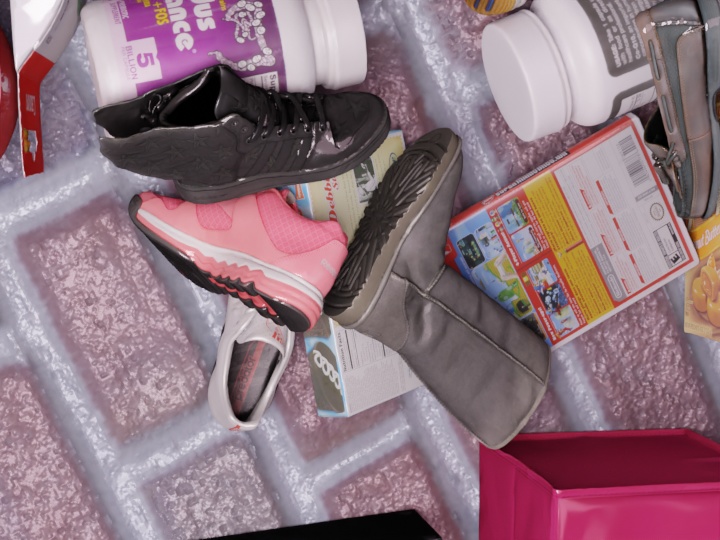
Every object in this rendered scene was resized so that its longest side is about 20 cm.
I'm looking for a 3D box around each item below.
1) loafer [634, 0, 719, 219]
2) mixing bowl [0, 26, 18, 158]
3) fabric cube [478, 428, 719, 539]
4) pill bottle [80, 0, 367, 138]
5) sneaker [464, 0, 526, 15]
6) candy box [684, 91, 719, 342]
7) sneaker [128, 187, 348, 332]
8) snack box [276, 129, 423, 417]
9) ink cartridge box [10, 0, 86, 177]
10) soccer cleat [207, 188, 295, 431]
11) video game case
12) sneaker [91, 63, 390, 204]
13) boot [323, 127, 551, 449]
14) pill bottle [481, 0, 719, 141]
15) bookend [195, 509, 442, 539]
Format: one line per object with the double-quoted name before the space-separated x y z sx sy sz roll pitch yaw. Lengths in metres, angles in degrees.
"loafer" 0.236 -0.120 1.099 0.062 0.072 0.202 -9 132 1
"mixing bowl" -0.314 -0.124 1.022 0.197 0.108 0.203 1 92 16
"fabric cube" 0.206 0.243 1.136 0.193 0.200 0.203 1 95 -11
"pill bottle" -0.100 -0.161 1.080 0.197 0.112 0.114 -13 97 -11
"sneaker" 0.084 -0.293 1.127 0.087 0.075 0.202 -27 84 -23
"candy box" 0.309 -0.043 1.178 0.054 0.115 0.203 -2 95 -13
"sneaker" -0.086 -0.026 1.076 0.087 0.199 0.074 -55 144 -14
"snack box" 0.000 0.000 1.126 0.115 0.037 0.203 -16 99 -45
"ink cartridge box" -0.217 -0.170 1.029 0.049 0.161 0.203 -5 96 -7
"soccer cleat" -0.071 0.027 1.116 0.068 0.085 0.203 16 91 -13
"video game case" 0.161 -0.016 1.171 0.198 0.017 0.144 -30 114 -2
"sneaker" -0.079 -0.103 1.018 0.197 0.105 0.061 -17 57 0
"boot" 0.082 0.017 1.115 0.199 0.072 0.183 33 85 -26
"pill bottle" 0.202 -0.183 1.144 0.198 0.114 0.115 -22 99 -10
"bookend" -0.035 0.307 1.143 0.196 0.092 0.203 -5 97 -12
